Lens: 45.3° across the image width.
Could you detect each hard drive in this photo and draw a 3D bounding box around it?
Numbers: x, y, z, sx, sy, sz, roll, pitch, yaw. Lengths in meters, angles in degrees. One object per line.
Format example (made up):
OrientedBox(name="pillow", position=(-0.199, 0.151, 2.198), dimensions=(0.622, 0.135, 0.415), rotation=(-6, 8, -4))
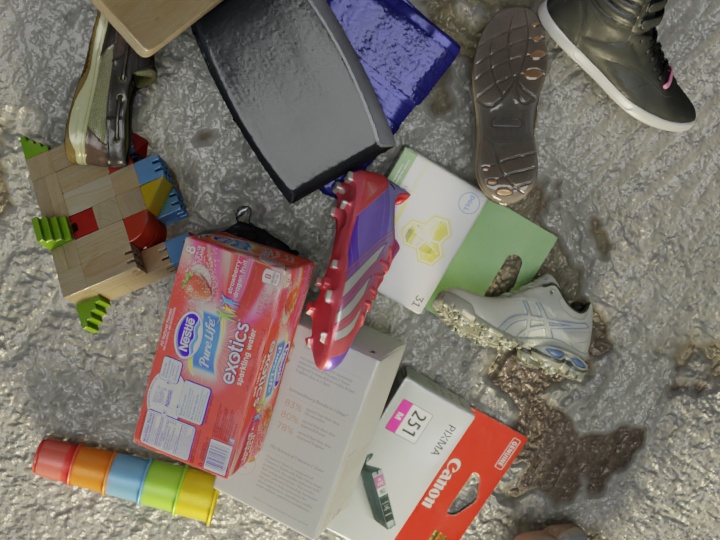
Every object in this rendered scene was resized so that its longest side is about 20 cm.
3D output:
OrientedBox(name="hard drive", position=(-0.065, -0.177, 0.817), dimensions=(0.134, 0.042, 0.201), rotation=(-28, 98, 6))

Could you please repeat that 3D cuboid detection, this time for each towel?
OrientedBox(name="towel", position=(-0.016, -0.188, 0.861), dimensions=(0.147, 0.050, 0.200), rotation=(38, 99, -4))

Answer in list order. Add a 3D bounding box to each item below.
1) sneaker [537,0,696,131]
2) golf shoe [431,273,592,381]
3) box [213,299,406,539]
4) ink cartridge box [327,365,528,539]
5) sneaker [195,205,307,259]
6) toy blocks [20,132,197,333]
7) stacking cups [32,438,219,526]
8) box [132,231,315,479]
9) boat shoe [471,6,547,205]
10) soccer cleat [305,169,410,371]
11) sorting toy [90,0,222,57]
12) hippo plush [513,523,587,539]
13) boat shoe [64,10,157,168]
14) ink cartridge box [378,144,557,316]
OrientedBox(name="sneaker", position=(0.277, -0.220, 0.835), dimensions=(0.200, 0.071, 0.099), rotation=(37, 137, -12))
OrientedBox(name="golf shoe", position=(0.164, 0.042, 0.908), dimensions=(0.199, 0.078, 0.098), rotation=(24, 82, -29))
OrientedBox(name="box", position=(-0.052, 0.149, 0.890), dimensions=(0.124, 0.097, 0.201), rotation=(23, 102, 16))
OrientedBox(name="ink cartridge box", position=(0.070, 0.234, 0.967), dimensions=(0.173, 0.044, 0.200), rotation=(30, 100, -9))
OrientedBox(name="sneaker", position=(-0.156, 0.024, 0.890), dimensions=(0.200, 0.075, 0.114), rotation=(-42, 97, 6))
OrientedBox(name="toy blocks", position=(-0.233, -0.060, 0.836), dimensions=(0.136, 0.100, 0.201), rotation=(-23, 72, 2))
OrientedBox(name="stacking cups", position=(-0.254, 0.229, 0.940), dimensions=(0.199, 0.061, 0.061), rotation=(13, 102, -3))
OrientedBox(name="box", position=(-0.126, 0.074, 0.803), dimensions=(0.102, 0.095, 0.201), rotation=(17, 99, 11))
OrientedBox(name="boat shoe", position=(0.143, -0.162, 0.863), dimensions=(0.074, 0.073, 0.201), rotation=(7, 82, 3))
OrientedBox(name="soccer cleat", position=(0.000, 0.000, 0.819), dimensions=(0.076, 0.067, 0.201), rotation=(16, 71, -19))
OrientedBox(name="sorting toy", position=(-0.191, -0.315, 0.773), dimensions=(0.199, 0.070, 0.200), rotation=(48, 67, -8))
OrientedBox(name="hippo plush", position=(0.223, 0.398, 0.987), dimensions=(0.200, 0.159, 0.161), rotation=(38, 130, 3))
OrientedBox(name="boat shoe", position=(-0.224, -0.191, 0.816), dimensions=(0.065, 0.073, 0.201), rotation=(14, 85, -8))
OrientedBox(name="ink cartridge box", position=(0.094, -0.020, 0.906), dimensions=(0.199, 0.048, 0.146), rotation=(29, 99, -7))
